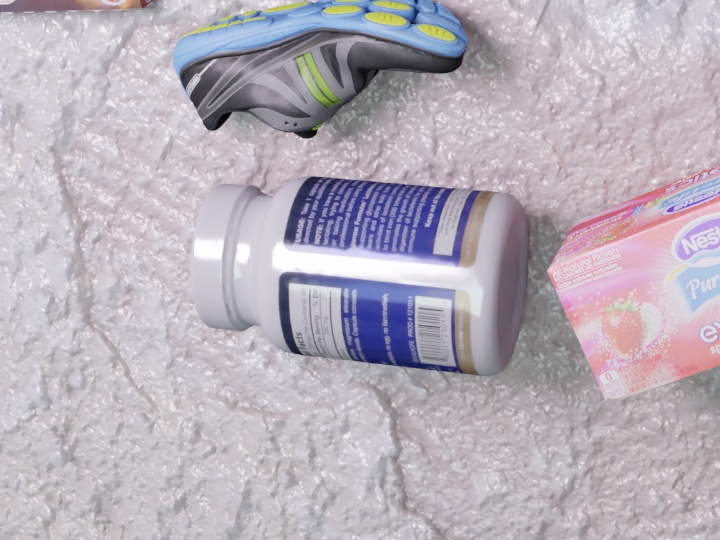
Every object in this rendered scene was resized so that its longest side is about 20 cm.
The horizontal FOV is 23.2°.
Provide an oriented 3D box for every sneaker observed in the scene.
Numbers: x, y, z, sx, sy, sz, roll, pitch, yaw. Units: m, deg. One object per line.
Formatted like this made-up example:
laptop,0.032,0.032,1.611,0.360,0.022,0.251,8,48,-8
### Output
sneaker,-0.022,-0.128,1.108,0.198,0.071,0.083,-6,112,24

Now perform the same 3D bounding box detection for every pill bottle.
pill bottle,0.000,0.000,1.115,0.199,0.116,0.116,6,110,15

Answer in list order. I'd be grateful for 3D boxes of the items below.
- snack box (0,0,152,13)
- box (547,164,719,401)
snack box,-0.235,-0.208,1.166,0.199,0.024,0.072,1,107,17
box,0.225,-0.008,1.049,0.199,0.103,0.095,-22,101,24
